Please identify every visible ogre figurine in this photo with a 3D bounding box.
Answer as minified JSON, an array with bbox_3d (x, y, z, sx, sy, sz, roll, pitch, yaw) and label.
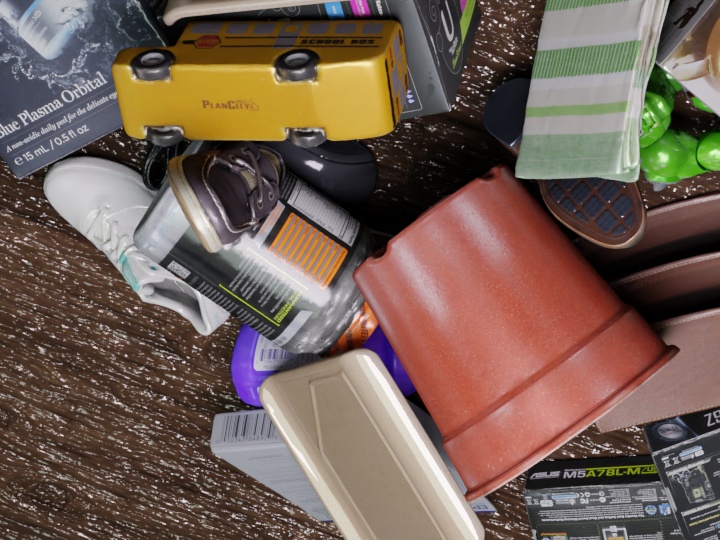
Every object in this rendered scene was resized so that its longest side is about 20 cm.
[{"bbox_3d":[0.236,-0.143,1.481,0.119,0.098,0.200,-34,126,13],"label":"ogre figurine"}]

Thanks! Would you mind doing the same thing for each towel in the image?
[{"bbox_3d":[0.172,-0.164,1.404,0.023,0.152,0.202,11,88,-26],"label":"towel"}]

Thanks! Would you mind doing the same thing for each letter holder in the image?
[{"bbox_3d":[0.266,0.028,1.581,0.198,0.101,0.143,-16,116,25],"label":"letter holder"}]

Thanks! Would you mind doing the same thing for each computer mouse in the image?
[{"bbox_3d":[-0.093,-0.077,1.644,0.199,0.046,0.141,25,125,-2],"label":"computer mouse"}]

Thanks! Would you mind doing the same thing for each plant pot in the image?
[{"bbox_3d":[0.107,0.039,1.492,0.200,0.200,0.196,-37,86,33],"label":"plant pot"}]

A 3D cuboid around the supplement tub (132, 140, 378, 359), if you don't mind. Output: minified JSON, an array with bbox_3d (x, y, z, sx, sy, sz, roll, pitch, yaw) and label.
[{"bbox_3d":[-0.073,-0.017,1.577,0.199,0.123,0.123,35,126,-9],"label":"supplement tub"}]

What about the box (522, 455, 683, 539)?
[{"bbox_3d":[0.261,0.256,1.770,0.198,0.048,0.194,-6,124,19],"label":"box"}]

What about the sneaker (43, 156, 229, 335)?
[{"bbox_3d":[-0.192,-0.020,1.685,0.199,0.089,0.075,34,127,-8],"label":"sneaker"}]

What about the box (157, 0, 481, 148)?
[{"bbox_3d":[-0.027,-0.193,1.481,0.198,0.149,0.125,-8,124,20],"label":"box"}]

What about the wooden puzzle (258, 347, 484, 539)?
[{"bbox_3d":[0.009,0.151,1.589,0.186,0.037,0.200,58,152,-5],"label":"wooden puzzle"}]

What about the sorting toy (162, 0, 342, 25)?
[{"bbox_3d":[-0.042,-0.261,1.419,0.198,0.186,0.037,-7,138,21],"label":"sorting toy"}]

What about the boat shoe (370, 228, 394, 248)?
[{"bbox_3d":[0.000,0.000,1.659,0.198,0.057,0.067,8,135,11],"label":"boat shoe"}]

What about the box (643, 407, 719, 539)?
[{"bbox_3d":[0.357,0.171,1.651,0.198,0.044,0.161,-21,117,8],"label":"box"}]

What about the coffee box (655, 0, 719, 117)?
[{"bbox_3d":[0.307,-0.195,1.379,0.113,0.080,0.200,37,100,-15],"label":"coffee box"}]

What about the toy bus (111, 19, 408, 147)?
[{"bbox_3d":[-0.071,-0.136,1.389,0.198,0.079,0.066,1,128,14],"label":"toy bus"}]

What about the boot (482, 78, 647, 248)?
[{"bbox_3d":[0.176,-0.067,1.491,0.075,0.200,0.097,-44,134,9],"label":"boot"}]

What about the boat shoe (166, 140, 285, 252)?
[{"bbox_3d":[-0.091,-0.063,1.408,0.064,0.200,0.072,-26,95,7],"label":"boat shoe"}]

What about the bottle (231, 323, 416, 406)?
[{"bbox_3d":[-0.010,0.077,1.702,0.198,0.084,0.066,-2,133,16],"label":"bottle"}]

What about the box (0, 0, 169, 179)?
[{"bbox_3d":[-0.240,-0.210,1.552,0.196,0.118,0.201,-23,113,28],"label":"box"}]

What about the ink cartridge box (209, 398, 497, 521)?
[{"bbox_3d":[-0.001,0.171,1.754,0.198,0.041,0.200,-7,151,27],"label":"ink cartridge box"}]
